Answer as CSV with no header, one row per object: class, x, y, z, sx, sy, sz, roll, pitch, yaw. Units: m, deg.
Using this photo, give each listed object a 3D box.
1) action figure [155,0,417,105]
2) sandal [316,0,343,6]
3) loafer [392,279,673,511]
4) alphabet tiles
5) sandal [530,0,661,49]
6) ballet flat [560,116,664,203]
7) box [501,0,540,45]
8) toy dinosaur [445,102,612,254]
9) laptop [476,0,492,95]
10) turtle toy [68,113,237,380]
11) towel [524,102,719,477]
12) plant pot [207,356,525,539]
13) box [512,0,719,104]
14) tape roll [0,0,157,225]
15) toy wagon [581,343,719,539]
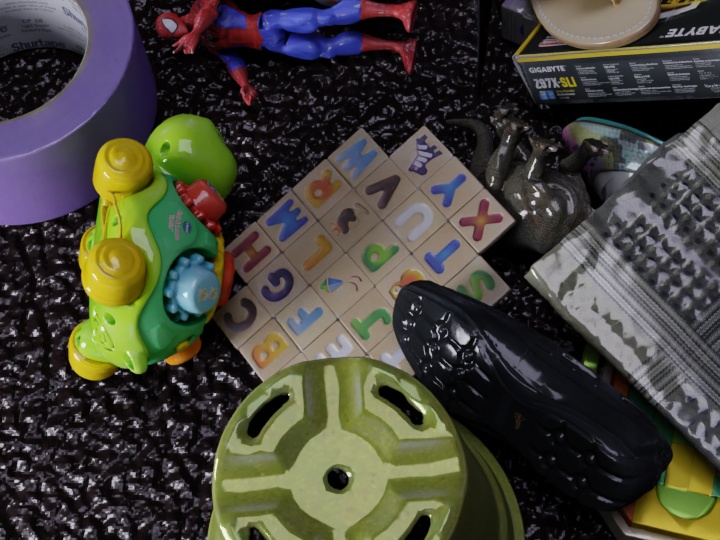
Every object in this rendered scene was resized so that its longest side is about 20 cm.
action figure,-0.062,-0.163,1.013,0.199,0.065,0.099,6,48,8
sandal,-0.026,-0.244,1.060,0.206,0.059,0.079,7,65,37
loafer,0.102,0.071,0.839,0.200,0.068,0.070,38,36,28
alphabet tiles,0.000,0.000,0.921,0.200,0.006,0.167,-42,65,2
sandal,0.139,-0.232,0.961,0.077,0.070,0.212,-32,37,8
ballet flat,0.222,-0.042,0.926,0.199,0.069,0.071,23,72,13
box,0.173,-0.256,1.061,0.039,0.042,0.200,26,65,19
toy dinosaur,0.110,-0.052,0.927,0.200,0.103,0.077,29,27,37
laptop,0.049,-0.270,0.995,0.200,0.188,0.116,39,70,22
turtle toy,-0.135,-0.021,0.913,0.101,0.146,0.201,8,59,-13
towel,0.233,0.012,0.855,0.192,0.035,0.200,-39,76,-13
plant pot,-0.004,0.139,0.763,0.199,0.184,0.201,-2,67,4
box,0.229,-0.185,0.948,0.199,0.049,0.160,5,45,45
tape roll,-0.257,-0.140,1.011,0.199,0.085,0.201,-2,60,3
toy wagon,0.214,0.086,0.867,0.154,0.040,0.201,12,63,11
